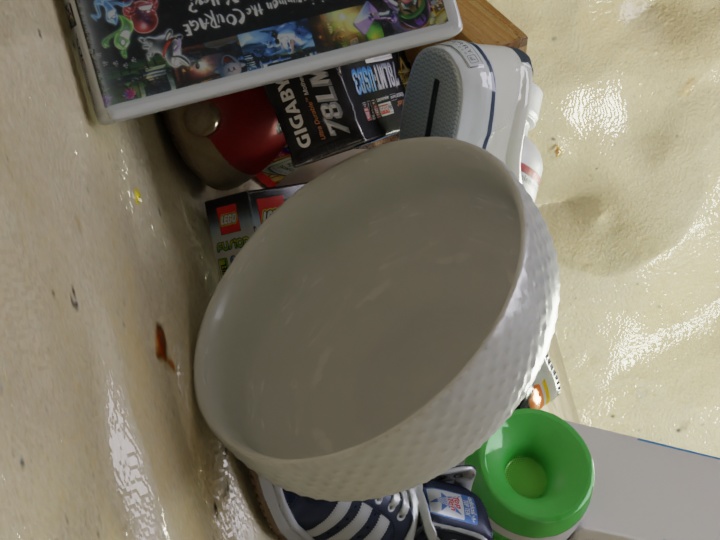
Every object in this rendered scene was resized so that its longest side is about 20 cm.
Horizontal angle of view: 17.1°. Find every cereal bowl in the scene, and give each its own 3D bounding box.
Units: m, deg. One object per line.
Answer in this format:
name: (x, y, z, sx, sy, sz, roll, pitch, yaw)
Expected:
cereal bowl: (0.018, 0.034, 1.203, 0.083, 0.199, 0.201, 46, 26, -39)

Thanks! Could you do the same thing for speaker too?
speaker: (0.075, 0.159, 1.480, 0.200, 0.088, 0.089, 121, -38, -57)

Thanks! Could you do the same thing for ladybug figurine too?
ladybug figurine: (-0.072, -0.121, 1.361, 0.200, 0.072, 0.136, -88, 161, -62)

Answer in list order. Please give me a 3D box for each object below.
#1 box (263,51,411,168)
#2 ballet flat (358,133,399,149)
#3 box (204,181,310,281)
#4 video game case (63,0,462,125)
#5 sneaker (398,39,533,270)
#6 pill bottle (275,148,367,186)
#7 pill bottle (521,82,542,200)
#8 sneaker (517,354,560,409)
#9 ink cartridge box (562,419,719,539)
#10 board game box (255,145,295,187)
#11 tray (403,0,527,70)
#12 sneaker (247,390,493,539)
box: (-0.030, -0.162, 1.313, 0.200, 0.049, 0.199, -33, 104, -76)
ballet flat: (0.020, -0.056, 1.564, 0.068, 0.067, 0.201, -19, 124, -74)
box: (0.000, 0.000, 1.378, 0.200, 0.035, 0.111, -10, 89, -49)
video game case: (-0.062, -0.183, 1.193, 0.023, 0.199, 0.183, -15, -89, 67)
sneaker: (0.053, -0.029, 1.304, 0.073, 0.071, 0.201, 42, -52, 43)
pill bottle: (0.011, 0.029, 1.506, 0.109, 0.108, 0.201, -91, 163, -59)
pill bottle: (0.067, -0.044, 1.727, 0.112, 0.112, 0.201, 47, 57, -71)
sneaker: (0.071, 0.061, 1.614, 0.070, 0.090, 0.200, 35, -14, 35)
ink cartridge box: (0.160, 0.223, 1.542, 0.125, 0.128, 0.201, -96, -159, -62)
board game box: (-0.056, -0.130, 1.559, 0.200, 0.046, 0.152, 37, 38, -76)
tray: (0.024, -0.146, 1.438, 0.200, 0.037, 0.099, 47, -35, 39)
sneaker: (0.007, 0.122, 1.317, 0.200, 0.108, 0.070, 65, 12, -46)
